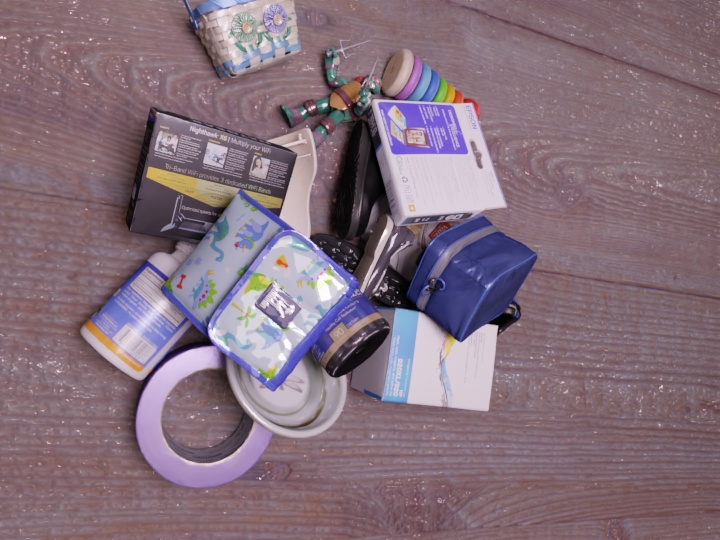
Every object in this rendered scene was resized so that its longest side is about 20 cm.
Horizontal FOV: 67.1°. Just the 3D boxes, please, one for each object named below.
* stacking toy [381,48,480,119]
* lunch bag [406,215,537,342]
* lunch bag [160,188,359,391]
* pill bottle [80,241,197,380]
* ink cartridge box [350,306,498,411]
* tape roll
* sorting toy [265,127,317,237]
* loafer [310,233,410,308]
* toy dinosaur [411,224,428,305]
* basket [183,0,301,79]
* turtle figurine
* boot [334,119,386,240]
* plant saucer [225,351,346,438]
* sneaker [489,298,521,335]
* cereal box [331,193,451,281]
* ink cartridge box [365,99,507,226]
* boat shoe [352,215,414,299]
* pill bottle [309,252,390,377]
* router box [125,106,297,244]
[{"bbox_3d":[0.140,-0.324,0.999,0.198,0.085,0.086,19,80,-26],"label":"stacking toy"},{"bbox_3d":[0.162,0.006,0.845,0.132,0.137,0.199,40,38,25],"label":"lunch bag"},{"bbox_3d":[-0.122,0.025,0.686,0.199,0.127,0.171,38,87,24],"label":"lunch bag"},{"bbox_3d":[-0.287,0.046,0.782,0.112,0.112,0.200,44,72,-15],"label":"pill bottle"},{"bbox_3d":[0.106,0.147,0.920,0.198,0.147,0.146,11,84,-21],"label":"ink cartridge box"},{"bbox_3d":[-0.230,0.210,0.812,0.198,0.085,0.203,2,86,-23],"label":"tape roll"},{"bbox_3d":[-0.160,-0.107,0.854,0.198,0.107,0.182,-19,102,-21],"label":"sorting toy"},{"bbox_3d":[0.000,0.000,0.930,0.199,0.070,0.069,30,100,-2],"label":"loafer"},{"bbox_3d":[0.124,0.011,0.962,0.201,0.060,0.107,62,33,-36],"label":"toy dinosaur"},{"bbox_3d":[-0.182,-0.412,0.832,0.175,0.139,0.202,-28,108,-20],"label":"basket"},{"bbox_3d":[-0.027,-0.290,0.904,0.199,0.150,0.101,-39,142,-7],"label":"turtle figurine"},{"bbox_3d":[0.050,-0.137,0.904,0.156,0.079,0.214,16,79,-22],"label":"boot"},{"bbox_3d":[-0.112,0.150,0.790,0.199,0.050,0.202,26,44,-28],"label":"plant saucer"},{"bbox_3d":[0.256,0.046,1.005,0.080,0.115,0.201,23,79,-20],"label":"sneaker"},{"bbox_3d":[0.062,-0.097,0.971,0.144,0.039,0.200,-45,103,-19],"label":"cereal box"},{"bbox_3d":[0.121,-0.176,0.873,0.198,0.043,0.200,-7,74,-26],"label":"ink cartridge box"},{"bbox_3d":[0.023,0.016,0.860,0.062,0.073,0.202,21,101,-19],"label":"boat shoe"},{"bbox_3d":[-0.059,0.046,0.788,0.111,0.112,0.200,-35,70,-20],"label":"pill bottle"},{"bbox_3d":[-0.203,-0.116,0.749,0.198,0.052,0.159,11,107,-33],"label":"router box"}]
